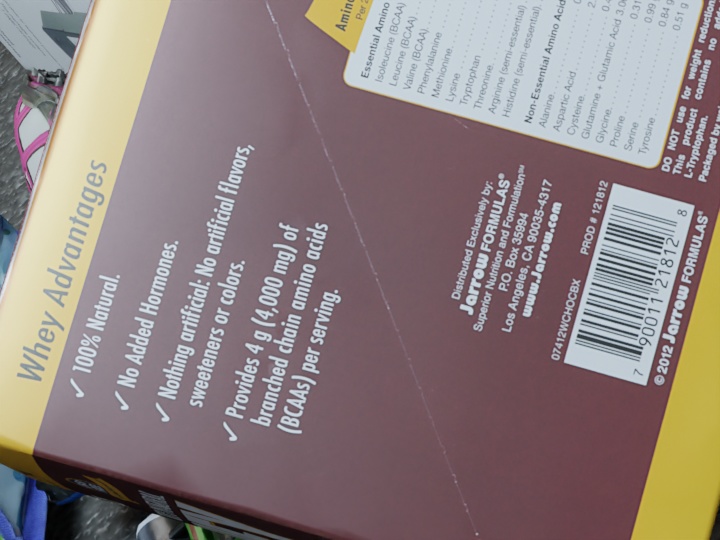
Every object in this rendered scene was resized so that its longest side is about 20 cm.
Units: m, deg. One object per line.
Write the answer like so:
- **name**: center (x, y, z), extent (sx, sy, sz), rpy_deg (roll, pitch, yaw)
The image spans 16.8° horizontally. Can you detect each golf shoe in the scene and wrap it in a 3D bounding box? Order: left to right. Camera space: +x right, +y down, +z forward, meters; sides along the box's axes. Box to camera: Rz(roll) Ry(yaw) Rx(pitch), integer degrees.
- **golf shoe**: center (-0.126, -0.041, 1.120), extent (0.200, 0.073, 0.092), rpy_deg (-120, 40, -74)

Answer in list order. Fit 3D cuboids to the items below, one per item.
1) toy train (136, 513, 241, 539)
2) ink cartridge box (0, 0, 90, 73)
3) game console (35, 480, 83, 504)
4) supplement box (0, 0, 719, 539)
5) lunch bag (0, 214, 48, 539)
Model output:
- **toy train**: center (-0.026, 0.149, 0.783), extent (0.056, 0.042, 0.200), rpy_deg (-32, 56, 14)
- **ink cartridge box**: center (-0.096, -0.167, 1.228), extent (0.200, 0.084, 0.146), rpy_deg (15, 61, 51)
- **game console**: center (-0.074, -0.034, 0.961), extent (0.171, 0.118, 0.200), rpy_deg (-34, 17, 34)
- **supplement box**: center (0.016, -0.010, 0.712), extent (0.200, 0.133, 0.197), rpy_deg (16, 81, 4)
- **lunch bag**: center (-0.220, 0.070, 1.033), extent (0.170, 0.127, 0.200), rpy_deg (-31, 29, 14)
